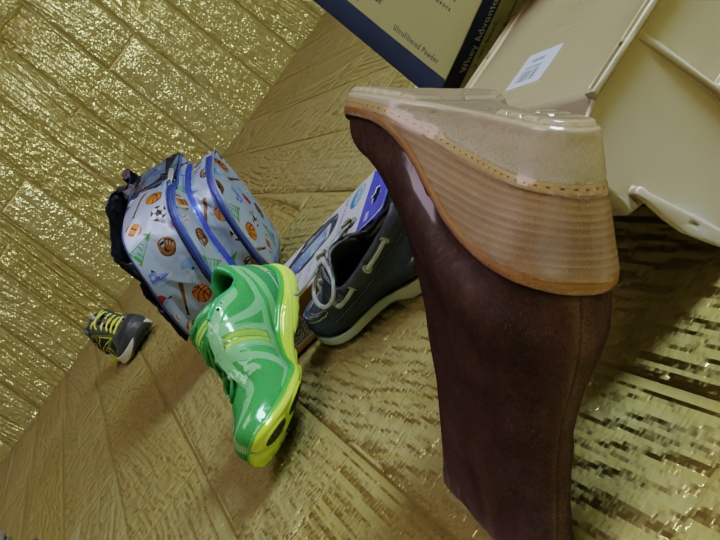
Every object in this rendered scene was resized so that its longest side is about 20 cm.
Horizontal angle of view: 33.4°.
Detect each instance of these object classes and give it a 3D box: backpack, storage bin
[{"bbox_3d":[-0.177,-0.024,1.316,0.153,0.200,0.191,-33,23,20],"label":"backpack"},{"bbox_3d":[0.141,-0.105,0.588,0.200,0.093,0.200,-56,14,-8],"label":"storage bin"}]

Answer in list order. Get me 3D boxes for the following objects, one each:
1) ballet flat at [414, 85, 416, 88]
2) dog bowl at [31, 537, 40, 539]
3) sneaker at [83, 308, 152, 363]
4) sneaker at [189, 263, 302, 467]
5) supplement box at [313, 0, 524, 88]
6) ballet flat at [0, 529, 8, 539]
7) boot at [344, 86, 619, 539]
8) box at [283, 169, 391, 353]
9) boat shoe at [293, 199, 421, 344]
[{"bbox_3d":[0.076,-0.133,0.913,0.066,0.068,0.199,-20,-4,-32],"label":"ballet flat"},{"bbox_3d":[-0.347,0.362,1.162,0.201,0.058,0.201,-49,14,17],"label":"dog bowl"},{"bbox_3d":[-0.397,0.101,1.926,0.075,0.084,0.199,-60,15,-24],"label":"sneaker"},{"bbox_3d":[-0.088,0.068,0.897,0.201,0.082,0.075,-98,22,-53],"label":"sneaker"},{"bbox_3d":[0.092,-0.243,0.740,0.199,0.134,0.202,-28,-29,-45],"label":"supplement box"},{"bbox_3d":[-0.557,0.422,1.706,0.068,0.067,0.200,-51,14,8],"label":"ballet flat"},{"bbox_3d":[0.038,0.010,0.510,0.200,0.071,0.169,-146,56,-65],"label":"boot"},{"bbox_3d":[-0.028,0.001,1.020,0.200,0.041,0.120,-42,17,31],"label":"box"},{"bbox_3d":[0.000,0.000,0.868,0.200,0.061,0.076,-31,30,61],"label":"boat shoe"}]
